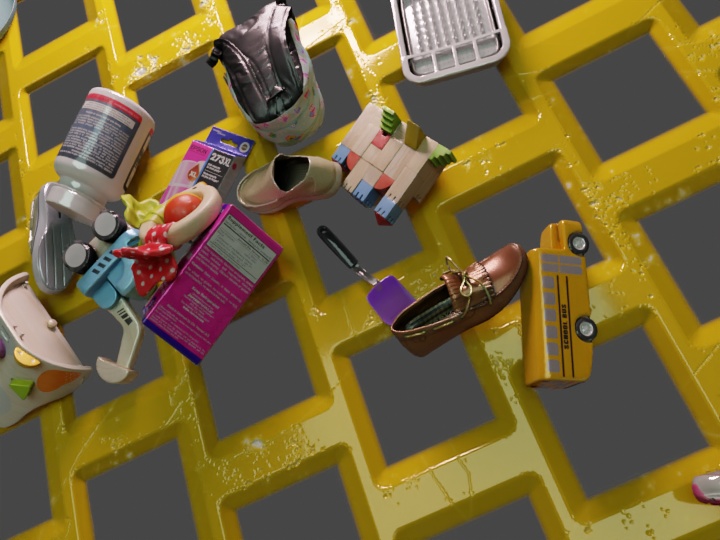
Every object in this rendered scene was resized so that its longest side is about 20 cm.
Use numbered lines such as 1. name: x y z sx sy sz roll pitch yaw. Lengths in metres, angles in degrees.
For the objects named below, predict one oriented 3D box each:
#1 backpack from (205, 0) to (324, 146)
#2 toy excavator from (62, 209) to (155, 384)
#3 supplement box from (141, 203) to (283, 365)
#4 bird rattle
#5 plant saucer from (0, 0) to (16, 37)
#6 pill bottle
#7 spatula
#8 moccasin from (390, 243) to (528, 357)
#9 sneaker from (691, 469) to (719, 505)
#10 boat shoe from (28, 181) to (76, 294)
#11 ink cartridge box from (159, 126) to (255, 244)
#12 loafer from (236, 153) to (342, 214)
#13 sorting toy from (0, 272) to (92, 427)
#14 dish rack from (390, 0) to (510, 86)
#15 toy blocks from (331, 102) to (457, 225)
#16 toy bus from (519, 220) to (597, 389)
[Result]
1. backpack: -0.136 -0.305 0.976 0.164 0.126 0.204 -30 66 15
2. toy excavator: -0.368 0.041 0.941 0.200 0.100 0.195 42 87 15
3. supplement box: -0.213 0.014 0.877 0.103 0.101 0.202 40 81 -19
4. bird rattle: -0.269 -0.068 0.857 0.161 0.114 0.200 -35 23 -7
5. plant saucer: -0.807 -0.535 1.295 0.194 0.027 0.207 -5 69 14
6. pill bottle: -0.436 -0.185 1.018 0.116 0.120 0.205 15 75 19
7. spatula: 0.000 0.000 0.886 0.056 0.021 0.200 -39 63 -14
8. moccasin: 0.125 0.031 0.787 0.199 0.077 0.075 -32 43 21
9. sneaker: 0.448 0.195 0.668 0.195 0.082 0.090 -21 65 -2
10. boat shoe: -0.522 -0.050 1.032 0.061 0.071 0.206 -27 60 31
11. ink cartridge box: -0.259 -0.147 1.004 0.093 0.037 0.204 21 76 20
12. loafer: -0.119 -0.139 0.923 0.195 0.068 0.078 -9 67 32
13. sorting toy: -0.544 0.143 0.944 0.201 0.106 0.181 48 110 13
14. dish rack: 0.141 -0.387 0.973 0.166 0.044 0.206 -13 68 12
15. toy blocks: 0.032 -0.150 0.900 0.199 0.100 0.138 40 93 35
16. toy bus: 0.245 0.041 0.769 0.076 0.065 0.206 4 71 -5
